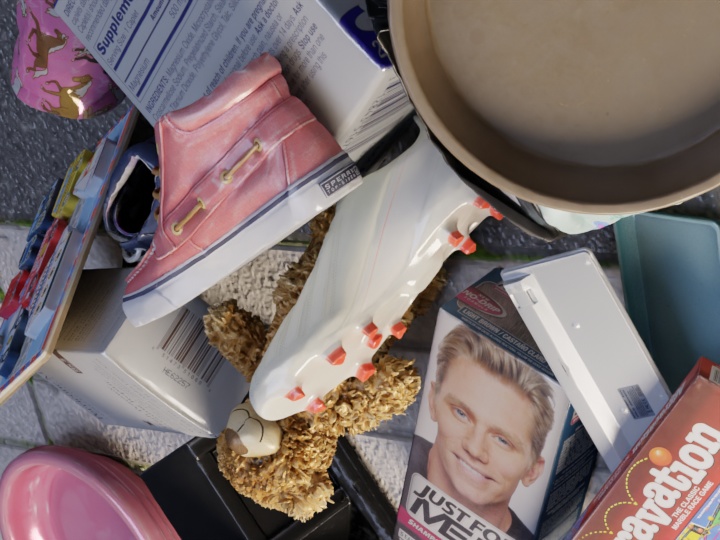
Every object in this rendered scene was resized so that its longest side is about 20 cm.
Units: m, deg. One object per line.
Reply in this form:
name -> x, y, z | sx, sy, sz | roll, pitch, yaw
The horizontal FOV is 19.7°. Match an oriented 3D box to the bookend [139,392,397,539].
bookend -> -0.082, 0.189, 1.356 | 0.200, 0.199, 0.092 | 57, 142, 2

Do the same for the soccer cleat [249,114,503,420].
soccer cleat -> 0.000, 0.000, 1.193 | 0.078, 0.200, 0.069 | 43, -178, 23

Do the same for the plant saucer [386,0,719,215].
plant saucer -> 0.112, -0.123, 0.926 | 0.199, 0.029, 0.201 | 1, 112, 3

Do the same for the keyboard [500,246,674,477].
keyboard -> 0.144, 0.073, 1.132 | 0.056, 0.011, 0.200 | -18, 117, 28

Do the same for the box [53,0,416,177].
box -> -0.055, -0.150, 1.186 | 0.200, 0.105, 0.184 | 49, 140, 9

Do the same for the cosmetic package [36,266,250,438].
cosmetic package -> -0.153, 0.053, 1.379 | 0.102, 0.074, 0.200 | 39, 161, -20

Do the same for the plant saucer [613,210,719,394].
plant saucer -> 0.184, 0.057, 1.146 | 0.070, 0.019, 0.201 | 11, 121, 41

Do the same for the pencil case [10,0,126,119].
pencil case -> -0.181, -0.193, 1.303 | 0.083, 0.087, 0.200 | 22, 129, 19

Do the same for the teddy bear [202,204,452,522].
teddy bear -> -0.027, 0.049, 1.253 | 0.200, 0.067, 0.145 | -46, 74, 8

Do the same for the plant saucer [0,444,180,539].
plant saucer -> -0.199, 0.220, 1.608 | 0.200, 0.051, 0.201 | 24, 128, 33

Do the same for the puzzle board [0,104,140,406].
puzzle board -> -0.209, -0.002, 1.377 | 0.017, 0.200, 0.151 | 26, 146, -17

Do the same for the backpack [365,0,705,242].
backpack -> 0.100, -0.115, 1.016 | 0.126, 0.167, 0.200 | -20, 107, 32

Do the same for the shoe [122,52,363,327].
shoe -> -0.086, -0.044, 1.157 | 0.200, 0.071, 0.091 | -33, 91, 45

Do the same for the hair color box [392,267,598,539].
hair color box -> 0.085, 0.109, 1.245 | 0.100, 0.060, 0.200 | 32, 133, 26

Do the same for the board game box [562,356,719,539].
board game box -> 0.183, 0.142, 1.150 | 0.103, 0.019, 0.200 | 29, 128, -1

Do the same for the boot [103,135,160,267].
boot -> -0.138, -0.031, 1.356 | 0.073, 0.090, 0.200 | 43, 138, 16
